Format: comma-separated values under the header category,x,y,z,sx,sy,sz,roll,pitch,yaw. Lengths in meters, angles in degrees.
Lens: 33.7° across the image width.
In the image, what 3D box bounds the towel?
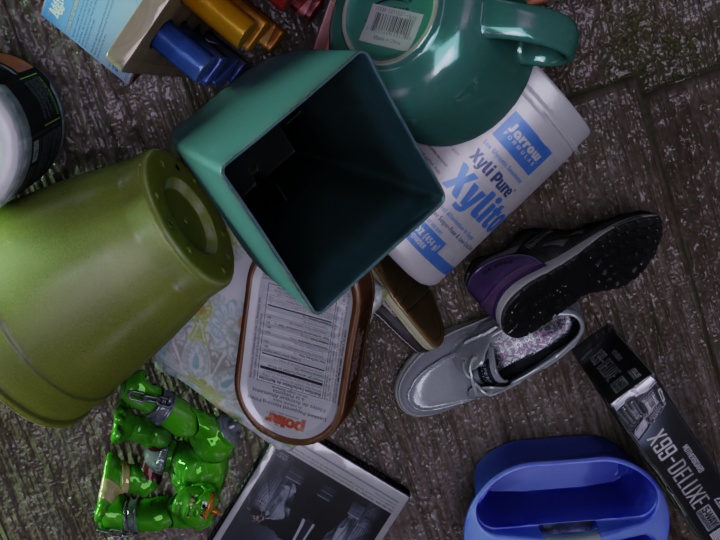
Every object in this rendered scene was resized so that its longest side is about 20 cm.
category,x,y,z,sx,sy,sz,roll,pitch,yaw
towel,-0.088,0.049,1.092,0.170,0.048,0.202,32,115,5

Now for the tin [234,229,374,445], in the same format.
category,x,y,z,sx,sy,sz,roll,pitch,yaw
tin,-0.052,0.058,1.038,0.110,0.042,0.203,16,112,17

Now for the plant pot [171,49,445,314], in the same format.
category,x,y,z,sx,sy,sz,roll,pitch,yaw
plant pot,-0.063,-0.085,0.951,0.141,0.199,0.142,-41,120,-15

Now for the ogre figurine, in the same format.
category,x,y,z,sx,sy,sz,roll,pitch,yaw
ogre figurine,-0.181,0.182,1.123,0.118,0.098,0.203,11,107,-10

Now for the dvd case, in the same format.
category,x,y,z,sx,sy,sz,roll,pitch,yaw
dvd case,-0.064,0.266,1.187,0.149,0.025,0.202,31,100,-8

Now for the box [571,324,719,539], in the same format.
category,x,y,z,sx,sy,sz,roll,pitch,yaw
box,0.283,0.162,1.107,0.049,0.158,0.201,-34,102,6

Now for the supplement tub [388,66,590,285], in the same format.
category,x,y,z,sx,sy,sz,roll,pitch,yaw
supplement tub,0.089,-0.098,1.052,0.200,0.132,0.132,-44,101,9

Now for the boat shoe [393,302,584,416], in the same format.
category,x,y,z,sx,sy,sz,roll,pitch,yaw
boat shoe,0.121,0.081,1.125,0.199,0.072,0.071,-29,103,5

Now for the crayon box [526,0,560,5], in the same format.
category,x,y,z,sx,sy,sz,roll,pitch,yaw
crayon box,0.184,-0.326,1.019,0.196,0.058,0.176,-11,108,-10

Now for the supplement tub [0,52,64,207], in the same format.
category,x,y,z,sx,sy,sz,roll,pitch,yaw
supplement tub,-0.318,-0.117,0.996,0.120,0.200,0.125,0,104,-1

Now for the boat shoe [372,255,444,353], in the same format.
category,x,y,z,sx,sy,sz,roll,pitch,yaw
boat shoe,0.000,0.000,1.108,0.065,0.073,0.201,-36,95,28

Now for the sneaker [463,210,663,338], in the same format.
category,x,y,z,sx,sy,sz,roll,pitch,yaw
sneaker,0.187,-0.020,1.104,0.198,0.088,0.077,-23,133,-21

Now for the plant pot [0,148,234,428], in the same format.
category,x,y,z,sx,sy,sz,roll,pitch,yaw
plant pot,-0.216,-0.001,1.011,0.191,0.201,0.202,-29,103,15

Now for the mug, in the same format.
category,x,y,z,sx,sy,sz,roll,pitch,yaw
mug,0.062,-0.195,0.941,0.184,0.114,0.154,-32,65,23

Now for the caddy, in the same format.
category,x,y,z,sx,sy,sz,roll,pitch,yaw
caddy,0.195,0.241,1.147,0.196,0.105,0.144,-5,103,-1

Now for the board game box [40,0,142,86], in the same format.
category,x,y,z,sx,sy,sz,roll,pitch,yaw
board game box,-0.206,-0.240,0.987,0.102,0.200,0.020,38,59,-5

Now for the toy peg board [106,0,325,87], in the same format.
category,x,y,z,sx,sy,sz,roll,pitch,yaw
toy peg board,-0.087,-0.222,0.971,0.097,0.200,0.200,37,100,1

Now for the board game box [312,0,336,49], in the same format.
category,x,y,z,sx,sy,sz,roll,pitch,yaw
board game box,0.035,-0.268,1.059,0.101,0.019,0.203,19,102,-5
